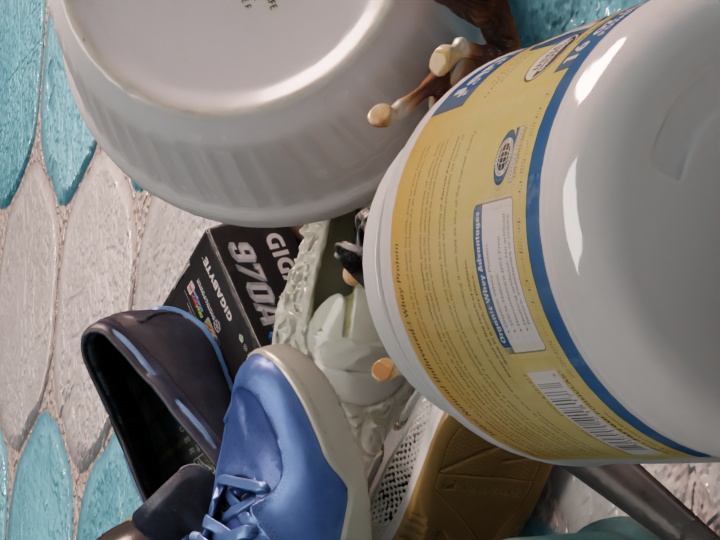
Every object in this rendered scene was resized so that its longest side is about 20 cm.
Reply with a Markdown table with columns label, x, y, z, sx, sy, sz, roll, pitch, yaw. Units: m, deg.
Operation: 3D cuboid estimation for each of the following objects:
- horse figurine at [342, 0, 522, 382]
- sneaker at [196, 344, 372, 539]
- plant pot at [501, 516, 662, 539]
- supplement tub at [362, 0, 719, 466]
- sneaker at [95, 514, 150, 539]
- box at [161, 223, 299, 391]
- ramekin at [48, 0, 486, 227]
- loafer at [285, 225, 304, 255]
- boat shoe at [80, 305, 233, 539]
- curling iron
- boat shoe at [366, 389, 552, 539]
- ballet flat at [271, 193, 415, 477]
| label | x | y | z | sx | sy | sz | roll | pitch | yaw |
| --- | --- | --- | --- | --- | --- | --- | --- | --- | --- |
| horse figurine | 0.039 | -0.039 | 1.051 | 0.050 | 0.132 | 0.201 | 14 | 104 | 25 |
| sneaker | -0.058 | 0.135 | 1.032 | 0.077 | 0.111 | 0.201 | 8 | 103 | 60 |
| plant pot | 0.009 | 0.187 | 0.928 | 0.200 | 0.195 | 0.201 | -175 | 90 | -69 |
| supplement tub | 0.091 | -0.009 | 0.815 | 0.200 | 0.144 | 0.146 | 168 | 106 | -69 |
| sneaker | -0.080 | 0.217 | 1.182 | 0.200 | 0.106 | 0.075 | 47 | 145 | 14 |
| box | -0.043 | 0.097 | 1.222 | 0.201 | 0.046 | 0.159 | 64 | 149 | 21 |
| ramekin | -0.046 | -0.126 | 1.099 | 0.094 | 0.201 | 0.204 | 50 | -143 | -71 |
| loafer | -0.029 | -0.073 | 1.264 | 0.200 | 0.073 | 0.071 | -125 | 30 | -46 |
| boat shoe | -0.080 | 0.111 | 1.156 | 0.084 | 0.068 | 0.200 | -47 | 60 | 29 |
| curling iron | 0.057 | 0.044 | 0.940 | 0.200 | 0.026 | 0.050 | 44 | 172 | 26 |
| boat shoe | 0.034 | 0.101 | 1.072 | 0.069 | 0.070 | 0.201 | -99 | 27 | -49 |
| ballet flat | 0.000 | 0.000 | 1.135 | 0.072 | 0.071 | 0.201 | 143 | 136 | -64 |
